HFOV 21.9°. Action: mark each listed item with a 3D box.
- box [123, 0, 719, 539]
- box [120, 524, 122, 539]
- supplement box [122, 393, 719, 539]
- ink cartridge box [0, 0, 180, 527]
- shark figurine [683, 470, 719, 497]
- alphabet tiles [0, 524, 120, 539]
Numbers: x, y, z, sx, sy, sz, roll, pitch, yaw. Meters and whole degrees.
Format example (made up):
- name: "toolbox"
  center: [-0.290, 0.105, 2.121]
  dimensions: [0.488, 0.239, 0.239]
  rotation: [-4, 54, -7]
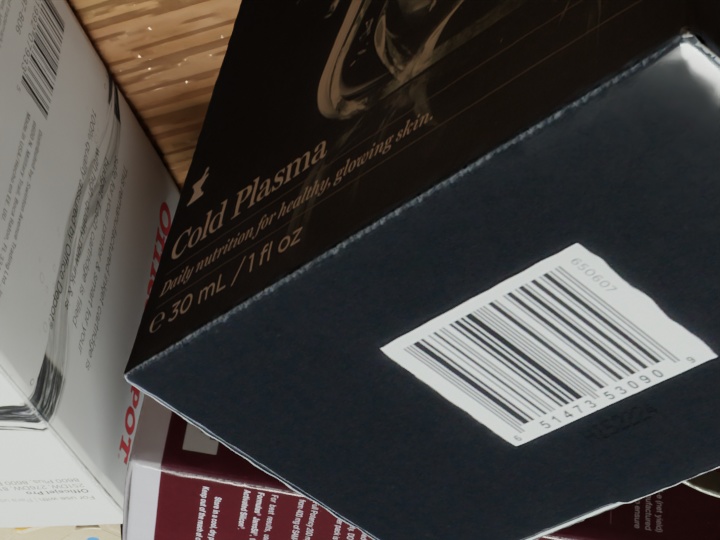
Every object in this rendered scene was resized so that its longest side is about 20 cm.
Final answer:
- name: "box"
  center: [0.059, -0.052, 0.504]
  dimensions: [0.124, 0.197, 0.200]
  rotation: [36, 136, -25]
- name: "box"
  center: [0.006, 0.162, 0.808]
  dimensions: [0.199, 0.125, 0.149]
  rotation: [-7, 157, 1]
- name: "supplement box"
  center: [0.026, 0.054, 0.645]
  dimensions: [0.200, 0.109, 0.061]
  rotation: [10, 141, -1]
- name: "ink cartridge box"
  center: [-0.137, -0.017, 0.640]
  dimensions: [0.084, 0.145, 0.200]
  rotation: [-4, 145, 16]
- name: "shark figurine"
  center: [0.115, -0.020, 0.616]
  dimensions: [0.128, 0.215, 0.090]
  rotation: [7, 137, 50]
- name: "alphabet tiles"
  center: [-0.123, 0.094, 0.920]
  dimensions: [0.200, 0.015, 0.196]
  rotation: [28, 134, -32]
